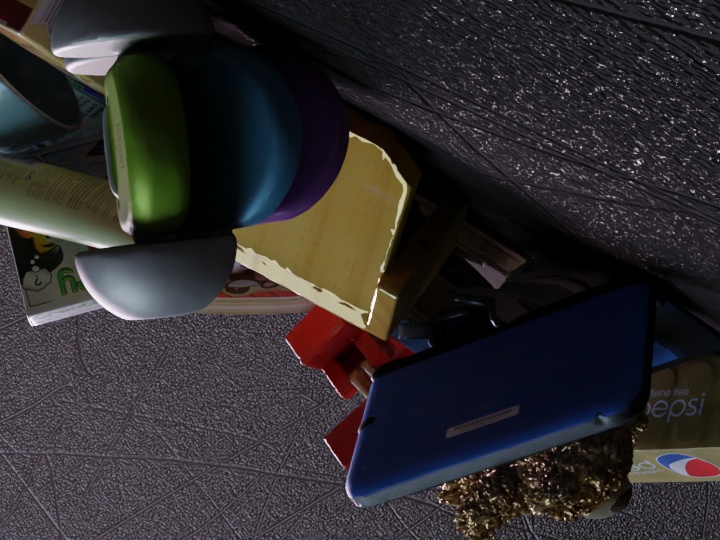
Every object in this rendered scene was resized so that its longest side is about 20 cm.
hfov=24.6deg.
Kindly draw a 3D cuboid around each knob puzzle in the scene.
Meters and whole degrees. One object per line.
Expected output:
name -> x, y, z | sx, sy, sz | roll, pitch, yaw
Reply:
knob puzzle -> -0.104, -0.017, 1.311 | 0.218, 0.031, 0.220 | 3, -155, -1

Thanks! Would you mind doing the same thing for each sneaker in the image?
sneaker -> 0.089, 0.036, 1.152 | 0.139, 0.078, 0.200 | -8, 179, -15

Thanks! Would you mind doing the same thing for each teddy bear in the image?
teddy bear -> 0.123, 0.131, 1.092 | 0.200, 0.145, 0.067 | -21, 92, 53

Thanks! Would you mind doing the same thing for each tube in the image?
tube -> -0.188, -0.040, 1.165 | 0.199, 0.058, 0.052 | 13, 165, 23

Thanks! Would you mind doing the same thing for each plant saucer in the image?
plant saucer -> 0.047, -0.005, 1.306 | 0.200, 0.035, 0.200 | 38, -170, -8

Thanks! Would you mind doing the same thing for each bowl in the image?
bowl -> -0.311, -0.156, 1.229 | 0.201, 0.105, 0.201 | 53, -173, -9

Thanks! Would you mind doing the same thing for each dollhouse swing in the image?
dollhouse swing -> -0.026, -0.086, 1.096 | 0.199, 0.176, 0.182 | 28, -140, 10

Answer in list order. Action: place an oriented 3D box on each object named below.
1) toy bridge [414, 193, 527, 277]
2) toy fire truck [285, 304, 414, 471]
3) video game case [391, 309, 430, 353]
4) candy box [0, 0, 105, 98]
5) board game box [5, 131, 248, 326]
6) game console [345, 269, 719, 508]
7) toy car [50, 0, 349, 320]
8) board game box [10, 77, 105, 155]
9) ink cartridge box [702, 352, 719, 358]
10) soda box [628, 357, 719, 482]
toy bridge -> 0.079, -0.025, 1.282 | 0.200, 0.027, 0.067 | 30, 178, -33
toy fire truck -> 0.017, 0.086, 1.182 | 0.141, 0.049, 0.200 | 53, -165, 26
video game case -> 0.000, 0.000, 1.261 | 0.143, 0.018, 0.200 | 36, -170, -20
candy box -> -0.215, -0.175, 1.155 | 0.115, 0.055, 0.200 | 31, 178, 24
board game box -> -0.167, -0.045, 1.244 | 0.035, 0.199, 0.127 | 97, 157, -75
game console -> 0.112, 0.090, 1.015 | 0.118, 0.199, 0.171 | 52, -149, -26
toy car -> -0.081, -0.068, 0.883 | 0.149, 0.176, 0.200 | -6, -178, -6
board game box -> -0.201, -0.105, 1.350 | 0.134, 0.029, 0.200 | 29, -138, 8
ink cartridge box -> 0.243, 0.094, 1.335 | 0.147, 0.076, 0.200 | 28, 179, 23
soda box -> 0.212, 0.106, 1.146 | 0.064, 0.068, 0.200 | 30, 155, -33
